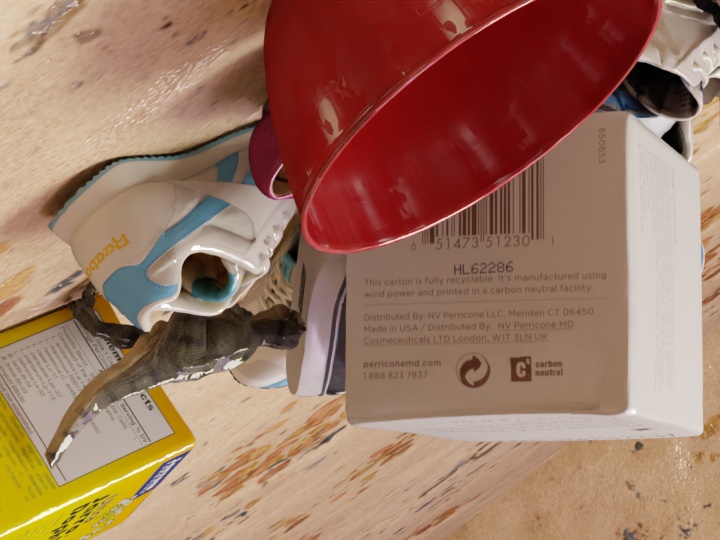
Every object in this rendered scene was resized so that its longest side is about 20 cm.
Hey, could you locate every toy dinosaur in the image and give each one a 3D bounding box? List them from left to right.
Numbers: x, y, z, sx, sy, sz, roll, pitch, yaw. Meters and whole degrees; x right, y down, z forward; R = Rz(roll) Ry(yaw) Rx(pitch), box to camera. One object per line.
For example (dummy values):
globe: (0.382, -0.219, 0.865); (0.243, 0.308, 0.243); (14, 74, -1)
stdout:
toy dinosaur: (-0.116, 0.035, 1.356); (0.199, 0.088, 0.047); (-25, 165, -35)

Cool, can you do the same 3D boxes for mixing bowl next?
mixing bowl: (0.029, -0.111, 1.097); (0.199, 0.109, 0.200); (-32, 163, -11)

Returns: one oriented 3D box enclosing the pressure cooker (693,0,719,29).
pressure cooker: (0.290, -0.205, 1.271); (0.175, 0.179, 0.200); (-19, 162, -41)

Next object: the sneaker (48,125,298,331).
sneaker: (-0.076, -0.022, 1.258); (0.199, 0.081, 0.077); (-21, 162, -50)

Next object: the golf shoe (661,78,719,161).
golf shoe: (0.166, -0.076, 1.563); (0.077, 0.088, 0.201); (-27, 150, -45)

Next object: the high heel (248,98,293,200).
high heel: (0.029, -0.103, 1.192); (0.199, 0.068, 0.096); (-25, -155, 11)

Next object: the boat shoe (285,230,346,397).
boat shoe: (0.000, 0.000, 1.427); (0.067, 0.072, 0.201); (0, 131, -12)

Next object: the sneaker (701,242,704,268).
sneaker: (0.171, 0.006, 1.574); (0.199, 0.077, 0.111); (-16, 176, -28)

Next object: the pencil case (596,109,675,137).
pencil case: (0.114, -0.076, 1.505); (0.200, 0.091, 0.083); (-44, 169, 32)

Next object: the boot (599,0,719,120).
boot: (0.175, -0.117, 1.314); (0.199, 0.096, 0.074); (8, 138, -27)

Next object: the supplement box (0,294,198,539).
supplement box: (-0.213, 0.112, 1.349); (0.199, 0.109, 0.110); (-23, 164, -42)

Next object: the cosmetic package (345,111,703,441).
cosmetic package: (0.099, 0.010, 1.352); (0.166, 0.168, 0.200); (-3, 173, 19)

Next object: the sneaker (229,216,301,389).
sneaker: (-0.035, 0.001, 1.516); (0.086, 0.075, 0.200); (-5, 141, -54)
